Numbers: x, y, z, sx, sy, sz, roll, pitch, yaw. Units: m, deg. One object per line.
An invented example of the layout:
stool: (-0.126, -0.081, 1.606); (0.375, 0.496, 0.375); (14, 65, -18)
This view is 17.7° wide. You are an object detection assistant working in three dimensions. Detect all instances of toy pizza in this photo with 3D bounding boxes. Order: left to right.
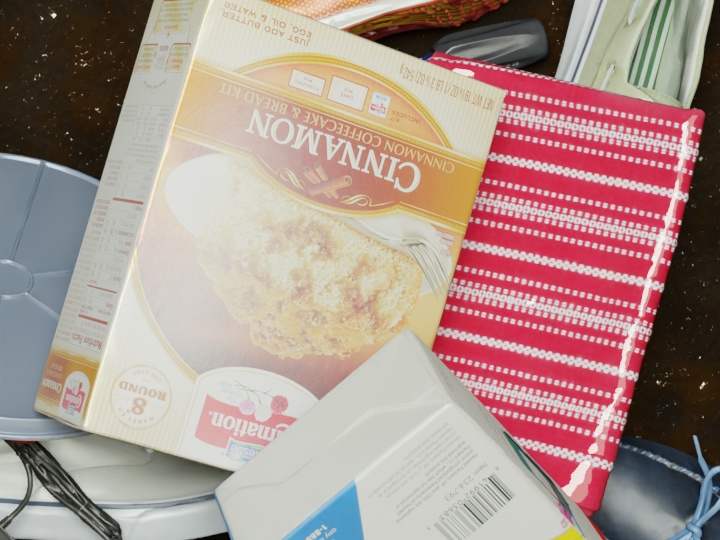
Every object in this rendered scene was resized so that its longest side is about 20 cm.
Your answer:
toy pizza: (-0.173, 0.015, 1.113); (0.199, 0.201, 0.032); (16, 129, -3)

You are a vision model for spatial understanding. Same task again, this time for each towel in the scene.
towel: (0.000, 0.000, 1.143); (0.199, 0.022, 0.147); (-1, 83, 20)
towel: (0.071, 0.005, 1.098); (0.144, 0.022, 0.201); (15, 87, 19)

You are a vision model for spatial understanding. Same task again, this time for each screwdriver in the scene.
screwdriver: (0.000, -0.095, 1.189); (0.199, 0.029, 0.028); (-15, 89, -1)

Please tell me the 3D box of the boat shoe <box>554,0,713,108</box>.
boat shoe: (0.129, -0.076, 1.151); (0.072, 0.062, 0.201); (20, 71, -30)

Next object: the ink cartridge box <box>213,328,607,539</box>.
ink cartridge box: (0.044, 0.136, 1.022); (0.116, 0.067, 0.200); (-40, 122, 5)

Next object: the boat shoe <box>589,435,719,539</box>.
boat shoe: (0.188, 0.137, 1.167); (0.199, 0.069, 0.084); (24, 86, -2)

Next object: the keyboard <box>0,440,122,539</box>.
keyboard: (-0.179, 0.130, 1.110); (0.127, 0.021, 0.200); (-42, 86, 6)

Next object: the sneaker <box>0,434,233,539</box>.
sneaker: (-0.136, 0.095, 1.143); (0.199, 0.073, 0.071); (0, 97, -3)

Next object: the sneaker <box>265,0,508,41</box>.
sneaker: (0.013, -0.156, 1.169); (0.199, 0.073, 0.077); (-16, 79, -7)

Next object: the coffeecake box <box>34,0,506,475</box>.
coffeecake box: (-0.040, -0.009, 1.042); (0.153, 0.073, 0.201); (18, 87, -26)
